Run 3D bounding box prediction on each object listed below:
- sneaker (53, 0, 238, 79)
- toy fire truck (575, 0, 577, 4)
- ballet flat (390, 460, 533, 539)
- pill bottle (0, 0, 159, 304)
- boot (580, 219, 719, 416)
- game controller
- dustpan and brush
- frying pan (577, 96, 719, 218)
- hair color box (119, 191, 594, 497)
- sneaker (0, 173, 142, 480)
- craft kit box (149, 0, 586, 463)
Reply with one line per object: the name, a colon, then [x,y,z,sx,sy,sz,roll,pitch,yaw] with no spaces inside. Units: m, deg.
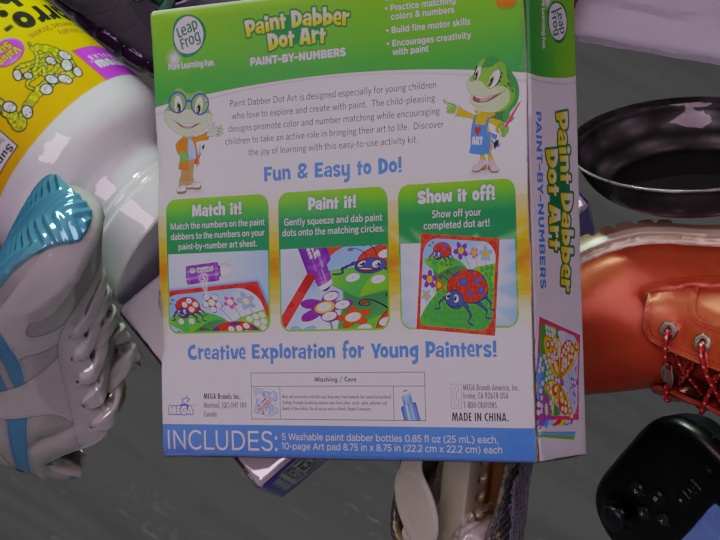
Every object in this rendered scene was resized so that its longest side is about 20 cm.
sneaker: [-0.124,-0.149,1.125,0.199,0.088,0.075,24,84,13]
toy fire truck: [-0.010,-0.158,1.090,0.141,0.199,0.049,44,124,47]
ballet flat: [0.047,0.056,1.020,0.072,0.072,0.201,11,114,11]
pill bottle: [-0.163,-0.074,1.110,0.200,0.104,0.104,40,88,14]
boot: [0.152,0.033,1.031,0.199,0.075,0.108,-13,43,8]
game controller: [0.184,0.151,1.012,0.042,0.104,0.200,-36,76,-24]
dustpan and brush: [0.167,-0.201,1.080,0.139,0.057,0.201,12,119,21]
frying pan: [0.185,-0.048,1.043,0.189,0.115,0.031,8,118,26]
hair color box: [0.000,0.000,1.090,0.200,0.065,0.109,-39,76,-1]
sneaker: [-0.136,0.028,1.050,0.080,0.200,0.077,25,57,-2]
craft kit box: [-0.001,-0.020,0.983,0.199,0.048,0.199,-1,92,36]
